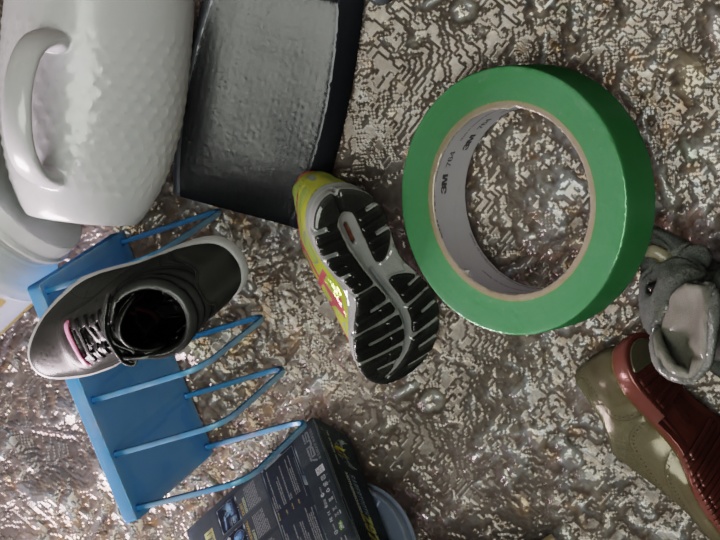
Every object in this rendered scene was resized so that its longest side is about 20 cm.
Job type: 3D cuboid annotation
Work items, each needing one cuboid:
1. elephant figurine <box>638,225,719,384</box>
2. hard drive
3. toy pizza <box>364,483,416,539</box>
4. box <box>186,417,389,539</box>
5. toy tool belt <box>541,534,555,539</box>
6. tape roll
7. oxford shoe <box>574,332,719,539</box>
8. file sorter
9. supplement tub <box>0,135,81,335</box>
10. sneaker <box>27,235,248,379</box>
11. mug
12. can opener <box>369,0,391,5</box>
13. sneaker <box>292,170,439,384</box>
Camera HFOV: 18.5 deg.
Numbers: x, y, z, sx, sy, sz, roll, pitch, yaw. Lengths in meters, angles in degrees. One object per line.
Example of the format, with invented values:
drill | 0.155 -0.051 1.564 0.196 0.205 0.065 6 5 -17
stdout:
elephant figurine | 0.267 0.030 1.642 0.199 0.156 0.142 -22 123 39
hard drive | -0.077 -0.138 1.733 0.134 0.042 0.202 15 107 8
toy pizza | -0.021 0.269 1.776 0.032 0.201 0.200 27 115 -40
box | -0.050 0.242 1.756 0.158 0.201 0.051 -42 133 18
toy tool belt | 0.126 0.321 1.768 0.122 0.125 0.202 -15 103 -29
tape roll | 0.124 -0.054 1.668 0.199 0.048 0.203 6 99 35
oxford shoe | 0.243 0.141 1.737 0.075 0.070 0.201 -25 101 44
file sorter | -0.145 0.068 1.741 0.122 0.139 0.202 -17 101 27
supplement tub | -0.334 -0.003 1.770 0.200 0.145 0.145 -41 93 18
sneaker | -0.182 0.039 1.616 0.199 0.099 0.071 -25 99 26
mug | -0.215 -0.125 1.670 0.146 0.200 0.177 7 96 18
can opener | 0.039 -0.300 1.657 0.052 0.066 0.202 6 101 12
sneaker | 0.000 0.000 1.735 0.078 0.090 0.201 -28 126 -13
